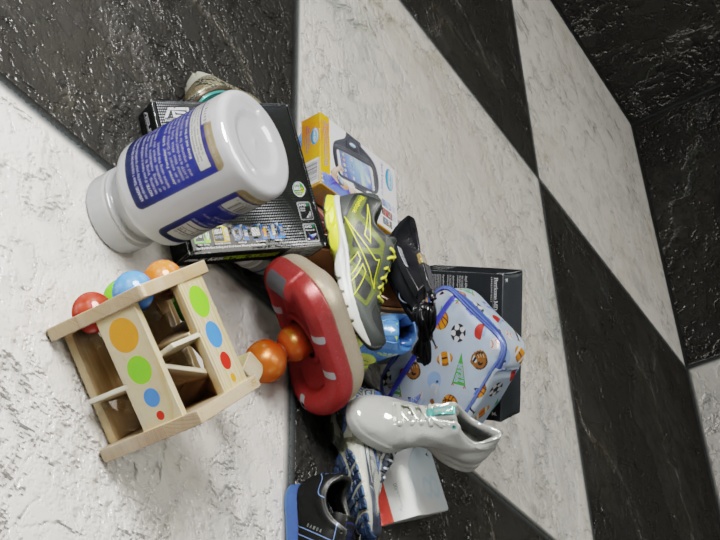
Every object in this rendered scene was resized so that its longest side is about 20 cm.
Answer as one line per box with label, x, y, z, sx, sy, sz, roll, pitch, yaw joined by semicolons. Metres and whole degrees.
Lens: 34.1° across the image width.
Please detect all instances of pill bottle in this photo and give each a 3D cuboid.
pill bottle;-0.186;-0.095;1.232;0.120;0.198;0.121;44;33;-40

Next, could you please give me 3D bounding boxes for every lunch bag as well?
lunch bag;0.115;0.129;1.564;0.160;0.201;0.075;45;23;30

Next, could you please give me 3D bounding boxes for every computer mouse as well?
computer mouse;0.058;0.006;1.454;0.141;0.045;0.202;93;-9;-60

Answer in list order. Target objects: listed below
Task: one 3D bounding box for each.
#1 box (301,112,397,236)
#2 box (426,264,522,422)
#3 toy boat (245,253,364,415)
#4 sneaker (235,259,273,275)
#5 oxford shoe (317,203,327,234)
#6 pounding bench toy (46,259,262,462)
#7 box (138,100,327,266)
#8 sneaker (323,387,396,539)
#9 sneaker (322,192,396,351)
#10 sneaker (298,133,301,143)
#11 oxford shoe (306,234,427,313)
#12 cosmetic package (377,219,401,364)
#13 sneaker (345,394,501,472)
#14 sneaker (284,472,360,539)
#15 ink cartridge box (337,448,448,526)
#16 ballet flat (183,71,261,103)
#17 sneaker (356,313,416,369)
box;-0.006;-0.120;1.638;0.199;0.041;0.120;31;46;-42
box;0.149;0.098;1.633;0.079;0.140;0.203;-8;100;-58
toy boat;-0.081;0.090;1.405;0.130;0.130;0.202;31;-35;52
sneaker;-0.127;-0.081;1.508;0.082;0.074;0.202;46;43;-49
oxford shoe;-0.060;-0.068;1.620;0.201;0.070;0.075;60;23;-17
pounding bench toy;-0.190;0.071;1.179;0.158;0.123;0.200;66;25;-2
box;-0.151;-0.107;1.408;0.198;0.047;0.196;-4;74;-37
sneaker;0.013;0.235;1.471;0.084;0.077;0.203;3;65;-26
sneaker;0.010;-0.004;1.434;0.074;0.083;0.203;66;10;-83
sneaker;-0.046;-0.112;1.694;0.083;0.070;0.202;-14;87;-71
oxford shoe;0.000;0.000;1.543;0.198;0.072;0.071;21;27;4
cosmetic package;0.050;0.030;1.745;0.106;0.089;0.202;4;64;-61
sneaker;0.081;0.186;1.453;0.198;0.089;0.076;18;52;-20
sneaker;-0.038;0.327;1.329;0.070;0.077;0.202;32;42;-51
ink cartridge box;0.039;0.257;1.578;0.199;0.047;0.162;13;58;-62
ballet flat;-0.185;-0.220;1.516;0.076;0.068;0.200;51;15;17
sneaker;0.025;0.098;1.555;0.200;0.103;0.077;51;38;-81
